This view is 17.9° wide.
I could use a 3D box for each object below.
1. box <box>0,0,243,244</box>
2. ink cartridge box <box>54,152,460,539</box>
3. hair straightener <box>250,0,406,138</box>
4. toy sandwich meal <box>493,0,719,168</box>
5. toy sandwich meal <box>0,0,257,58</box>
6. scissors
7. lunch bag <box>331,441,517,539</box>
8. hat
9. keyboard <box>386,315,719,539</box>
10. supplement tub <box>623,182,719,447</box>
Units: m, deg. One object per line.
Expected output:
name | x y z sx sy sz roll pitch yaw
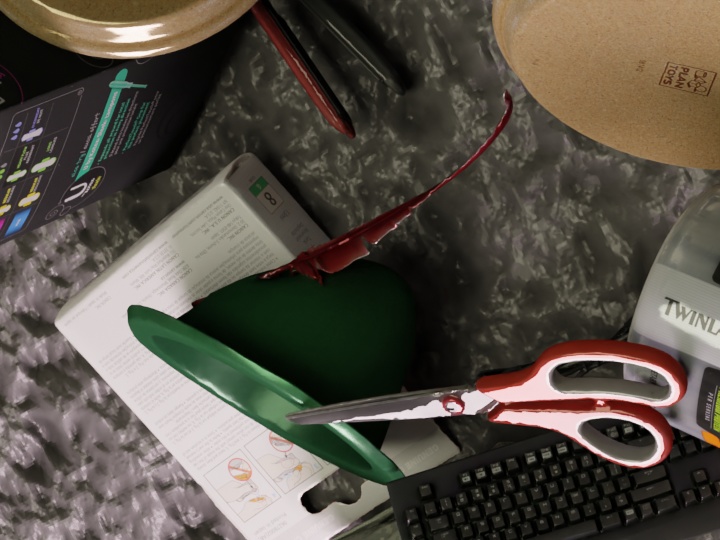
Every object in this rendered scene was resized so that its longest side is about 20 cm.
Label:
box | -0.193 -0.113 1.225 0.149 0.200 0.124 44 131 17
ink cartridge box | -0.055 0.054 1.296 0.200 0.050 0.161 47 124 -8
hair straightener | -0.035 -0.170 1.225 0.077 0.041 0.200 -37 75 8
toy sandwich meal | 0.161 -0.118 1.046 0.205 0.205 0.070 -3 60 33
toy sandwich meal | -0.109 -0.198 1.173 0.205 0.070 0.206 -1 83 4
scissors | 0.054 0.055 1.066 0.200 0.014 0.073 6 133 19
lunch bag | 0.044 0.199 1.203 0.200 0.139 0.168 -30 69 32
hat | 0.000 0.000 1.199 0.200 0.166 0.176 21 75 42
keyboard | 0.110 0.086 1.135 0.200 0.021 0.127 -17 59 2
supplement tub | 0.233 0.046 1.048 0.200 0.122 0.123 25 115 25
